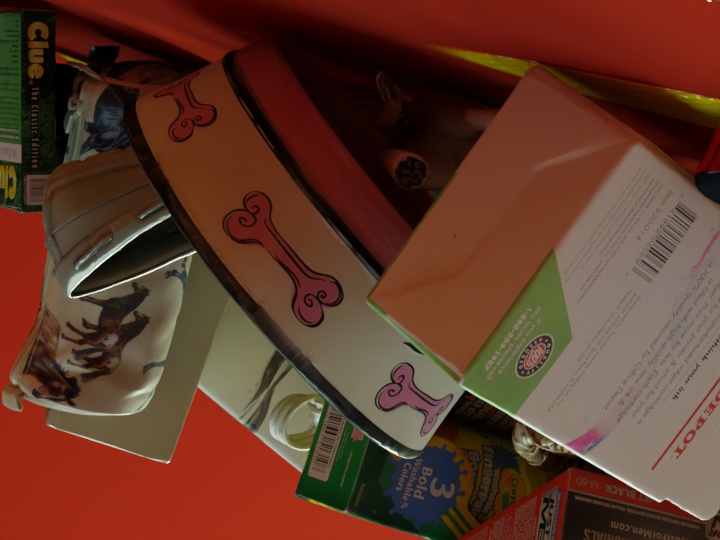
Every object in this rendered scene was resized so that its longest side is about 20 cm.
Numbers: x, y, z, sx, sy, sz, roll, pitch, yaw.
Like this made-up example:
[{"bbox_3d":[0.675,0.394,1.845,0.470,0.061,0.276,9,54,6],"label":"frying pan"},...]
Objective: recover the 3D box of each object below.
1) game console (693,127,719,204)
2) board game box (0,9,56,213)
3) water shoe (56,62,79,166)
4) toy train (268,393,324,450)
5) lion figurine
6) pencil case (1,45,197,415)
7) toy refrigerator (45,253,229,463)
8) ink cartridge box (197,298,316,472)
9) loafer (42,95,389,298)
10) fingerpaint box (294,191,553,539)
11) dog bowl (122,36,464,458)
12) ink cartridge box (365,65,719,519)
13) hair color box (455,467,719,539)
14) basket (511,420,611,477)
[{"bbox_3d":[0.235,-0.011,0.878,0.200,0.031,0.177,19,177,-20],"label":"game console"},{"bbox_3d":[-0.204,-0.089,1.329,0.023,0.105,0.200,0,-175,-25],"label":"board game box"},{"bbox_3d":[-0.133,-0.083,1.442,0.200,0.072,0.079,9,175,-26],"label":"water shoe"},{"bbox_3d":[0.000,0.000,1.387,0.150,0.200,0.056,-5,-151,-19],"label":"toy train"},{"bbox_3d":[0.072,-0.040,1.086,0.200,0.073,0.122,34,-179,-20],"label":"lion figurine"},{"bbox_3d":[-0.133,-0.016,1.304,0.089,0.200,0.078,10,-167,-20],"label":"pencil case"},{"bbox_3d":[-0.112,-0.001,1.389,0.076,0.200,0.070,18,-171,-10],"label":"toy refrigerator"},{"bbox_3d":[-0.056,0.055,1.514,0.200,0.083,0.145,40,177,2],"label":"ink cartridge box"},{"bbox_3d":[-0.063,-0.035,1.205,0.200,0.070,0.070,-16,158,21],"label":"loafer"},{"bbox_3d":[0.078,0.054,1.321,0.167,0.200,0.073,20,175,-25],"label":"fingerpaint box"},{"bbox_3d":[-0.012,-0.018,1.071,0.200,0.074,0.200,49,-171,-10],"label":"dog bowl"},{"bbox_3d":[0.107,0.016,0.988,0.067,0.117,0.200,39,-176,42],"label":"ink cartridge box"},{"bbox_3d":[0.112,0.160,1.209,0.111,0.064,0.200,15,159,-13],"label":"hair color box"},{"bbox_3d":[0.184,0.087,1.180,0.200,0.149,0.143,10,138,15],"label":"basket"}]
